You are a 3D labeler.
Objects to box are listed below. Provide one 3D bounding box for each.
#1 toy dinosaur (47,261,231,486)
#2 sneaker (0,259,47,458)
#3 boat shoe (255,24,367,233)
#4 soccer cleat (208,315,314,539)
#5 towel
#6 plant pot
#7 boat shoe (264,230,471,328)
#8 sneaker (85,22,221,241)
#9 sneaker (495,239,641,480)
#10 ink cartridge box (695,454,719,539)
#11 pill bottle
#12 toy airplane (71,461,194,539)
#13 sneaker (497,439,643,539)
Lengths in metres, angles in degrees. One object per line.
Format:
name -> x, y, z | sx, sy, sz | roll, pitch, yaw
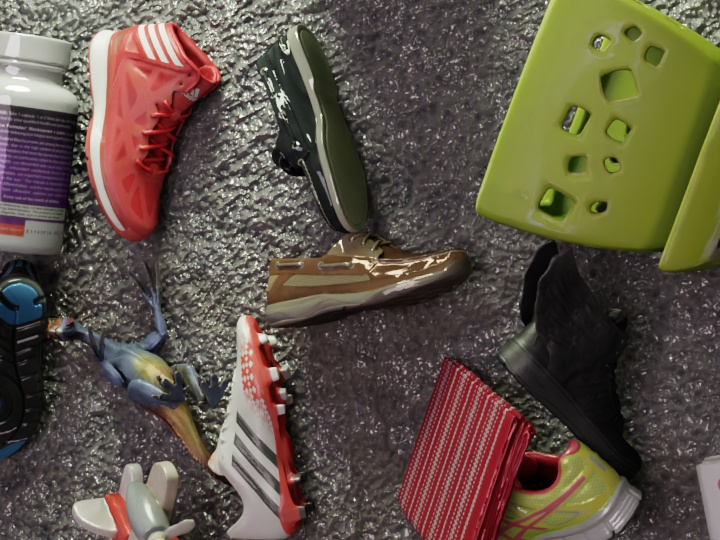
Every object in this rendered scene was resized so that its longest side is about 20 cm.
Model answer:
toy dinosaur -> -0.215, 0.099, 1.850 | 0.181, 0.105, 0.201 | 5, 104, 47
sneaker -> -0.333, 0.086, 1.925 | 0.073, 0.082, 0.201 | 11, 113, -13
boat shoe -> -0.049, -0.116, 1.770 | 0.066, 0.074, 0.200 | -24, 74, 21
soccer cleat -> -0.099, 0.142, 1.793 | 0.085, 0.069, 0.201 | -12, 87, 9
towel -> 0.083, 0.161, 1.656 | 0.022, 0.200, 0.145 | 16, 98, -17
plant pot -> 0.226, -0.101, 1.569 | 0.181, 0.200, 0.200 | 22, 99, 18
boat shoe -> 0.000, 0.000, 1.747 | 0.199, 0.076, 0.072 | -12, 81, 25
sneaker -> -0.186, -0.133, 1.844 | 0.115, 0.078, 0.201 | -11, 85, 28
sneaker -> 0.185, 0.075, 1.614 | 0.104, 0.200, 0.060 | -47, 24, 0
ink cartridge box -> 0.354, 0.230, 1.550 | 0.144, 0.084, 0.201 | -13, 83, 27
pill bottle -> -0.324, -0.120, 1.895 | 0.111, 0.111, 0.201 | 9, 93, 27
toy airplane -> -0.197, 0.272, 1.798 | 0.199, 0.141, 0.201 | -11, 101, 48
sneaker -> 0.131, 0.187, 1.643 | 0.199, 0.078, 0.090 | -28, 110, 36
